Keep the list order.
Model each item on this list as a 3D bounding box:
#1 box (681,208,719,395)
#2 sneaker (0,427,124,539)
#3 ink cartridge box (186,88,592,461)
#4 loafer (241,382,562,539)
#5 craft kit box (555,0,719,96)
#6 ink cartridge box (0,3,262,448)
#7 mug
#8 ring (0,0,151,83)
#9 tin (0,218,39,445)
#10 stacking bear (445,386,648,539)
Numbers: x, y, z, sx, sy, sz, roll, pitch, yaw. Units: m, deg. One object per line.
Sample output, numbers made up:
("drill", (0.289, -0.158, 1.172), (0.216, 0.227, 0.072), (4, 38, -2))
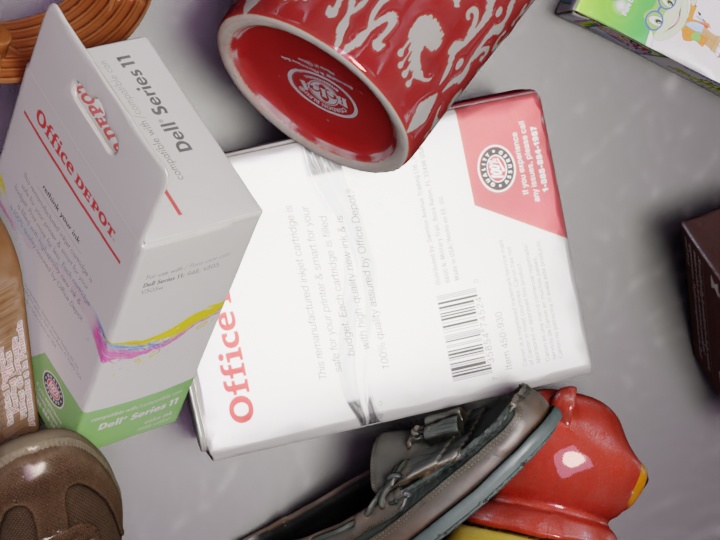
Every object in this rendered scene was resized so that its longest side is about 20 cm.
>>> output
("box", (0.271, -0.002, 1.238), (0.199, 0.075, 0.100), (-20, 132, -9))
("sneaker", (-0.133, 0.159, 1.147), (0.070, 0.076, 0.200), (-20, 139, -14))
("ink cartridge box", (0.000, 0.000, 1.206), (0.199, 0.083, 0.147), (-12, 95, -8))
("loafer", (0.012, 0.113, 1.189), (0.063, 0.072, 0.200), (47, 118, 0))
("craft kit box", (0.232, -0.180, 1.253), (0.197, 0.049, 0.201), (26, 89, -13))
("ink cartridge box", (-0.112, -0.023, 1.104), (0.067, 0.200, 0.117), (-16, 59, -33))
("mug", (0.017, -0.155, 1.161), (0.133, 0.177, 0.200), (48, 64, -31))
("ring", (-0.189, -0.169, 1.130), (0.200, 0.019, 0.201), (14, 50, -17))
("tin", (-0.204, 0.037, 1.145), (0.042, 0.112, 0.201), (-29, 129, -40))
("stacking bear", (0.090, 0.159, 1.222), (0.113, 0.121, 0.201), (12, 82, 8))
